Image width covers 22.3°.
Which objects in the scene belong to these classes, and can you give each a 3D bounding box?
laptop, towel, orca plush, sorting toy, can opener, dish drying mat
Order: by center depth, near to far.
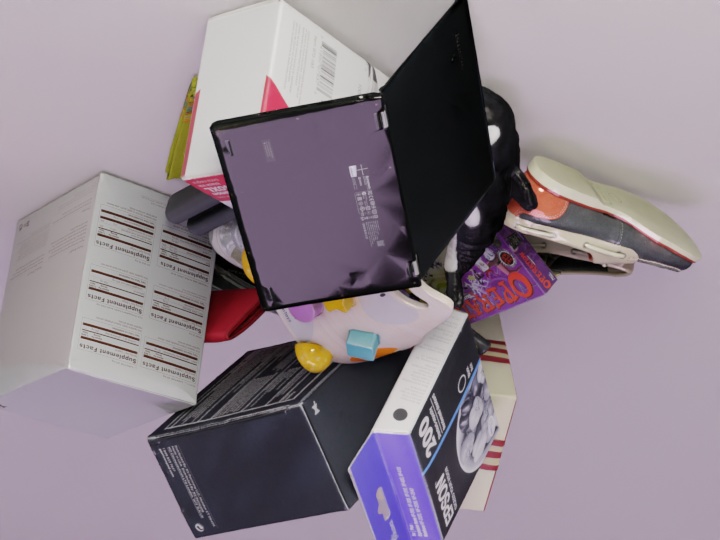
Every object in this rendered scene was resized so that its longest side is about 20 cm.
[{"bbox_3d":[0.002,-0.088,1.403,0.198,0.116,0.188,-10,131,4],"label":"laptop"},{"bbox_3d":[0.111,-0.056,1.552,0.071,0.201,0.105,23,-154,21],"label":"orca plush"},{"bbox_3d":[0.000,0.000,1.634,0.180,0.107,0.201,-18,107,53],"label":"sorting toy"},{"bbox_3d":[-0.123,-0.118,1.642,0.085,0.018,0.200,11,159,-9],"label":"towel"},{"bbox_3d":[-0.115,-0.066,1.675,0.052,0.067,0.199,31,153,-28],"label":"can opener"},{"bbox_3d":[-0.159,0.049,1.862,0.199,0.077,0.018,-4,126,56],"label":"dish drying mat"}]

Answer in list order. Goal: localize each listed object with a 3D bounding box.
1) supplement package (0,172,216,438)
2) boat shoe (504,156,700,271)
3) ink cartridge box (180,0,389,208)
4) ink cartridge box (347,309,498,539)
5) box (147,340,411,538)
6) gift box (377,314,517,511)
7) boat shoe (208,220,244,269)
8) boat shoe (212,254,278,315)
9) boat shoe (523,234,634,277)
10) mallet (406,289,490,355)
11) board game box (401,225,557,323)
[{"bbox_3d":[-0.257,0.040,1.829,0.146,0.202,0.191,19,156,-31],"label":"supplement package"},{"bbox_3d":[0.217,-0.038,1.643,0.199,0.071,0.063,21,114,-27],"label":"boat shoe"},{"bbox_3d":[-0.040,-0.104,1.475,0.083,0.146,0.200,-9,154,37],"label":"ink cartridge box"},{"bbox_3d":[0.065,0.171,1.764,0.043,0.201,0.199,15,147,25],"label":"ink cartridge box"},{"bbox_3d":[-0.064,0.154,1.795,0.197,0.124,0.200,-16,-165,36],"label":"box"},{"bbox_3d":[0.052,0.140,1.990,0.185,0.200,0.186,7,117,-10],"label":"gift box"},{"bbox_3d":[-0.058,-0.003,1.814,0.201,0.075,0.065,33,173,-31],"label":"boat shoe"},{"bbox_3d":[-0.069,0.015,1.890,0.198,0.073,0.071,8,163,-1],"label":"boat shoe"},{"bbox_3d":[0.174,-0.018,1.755,0.199,0.063,0.071,-6,158,31],"label":"boat shoe"},{"bbox_3d":[0.042,0.016,1.790,0.200,0.041,0.066,45,145,-10],"label":"mallet"},{"bbox_3d":[0.089,-0.005,1.774,0.120,0.032,0.200,48,145,-12],"label":"board game box"}]
